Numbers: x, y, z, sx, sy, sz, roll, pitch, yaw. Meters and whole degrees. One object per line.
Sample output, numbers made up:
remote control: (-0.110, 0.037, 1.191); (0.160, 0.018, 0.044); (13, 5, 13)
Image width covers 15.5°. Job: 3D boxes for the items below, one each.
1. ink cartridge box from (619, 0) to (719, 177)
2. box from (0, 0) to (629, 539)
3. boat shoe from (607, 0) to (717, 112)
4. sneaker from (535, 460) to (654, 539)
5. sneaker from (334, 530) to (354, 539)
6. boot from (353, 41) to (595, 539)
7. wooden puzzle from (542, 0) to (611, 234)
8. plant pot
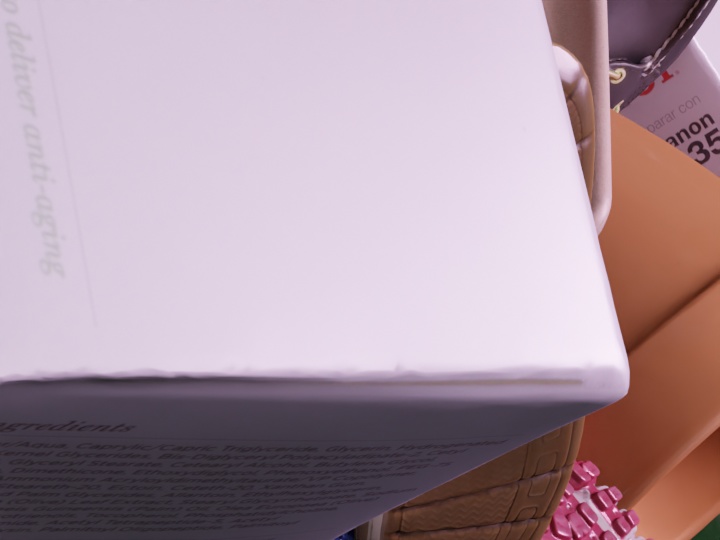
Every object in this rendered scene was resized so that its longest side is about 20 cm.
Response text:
ink cartridge box: (0.145, -0.007, 1.179); (0.200, 0.146, 0.083); (56, 27, -2)
box: (-0.069, -0.034, 0.701); (0.200, 0.171, 0.200); (2, 69, -38)
boat shoe: (0.078, -0.080, 1.081); (0.072, 0.201, 0.061); (40, 32, -16)
sneaker: (0.046, 0.089, 0.897); (0.081, 0.075, 0.200); (5, 53, -51)
sneaker: (-0.018, 0.136, 0.858); (0.070, 0.078, 0.200); (39, 11, -30)
boot: (0.000, 0.000, 0.841); (0.072, 0.201, 0.155); (-12, 29, -34)
wooden puzzle: (-0.008, -0.088, 0.979); (0.199, 0.037, 0.185); (12, 43, -8)
plant pot: (0.090, 0.031, 1.024); (0.140, 0.200, 0.200); (48, 24, 16)
